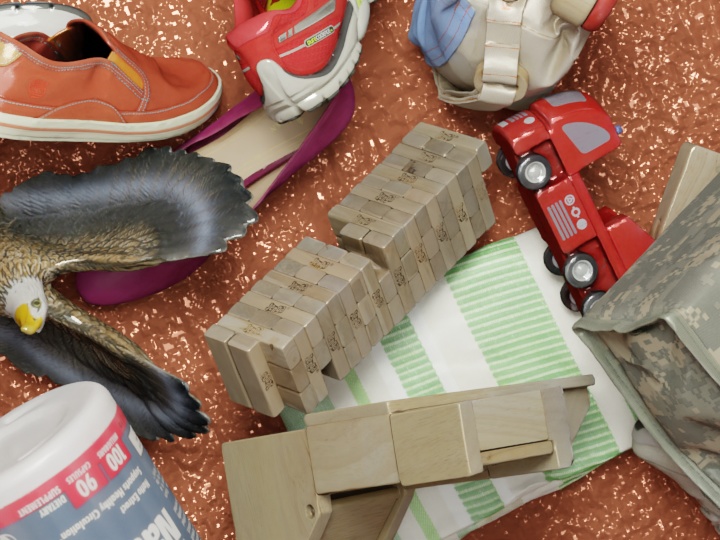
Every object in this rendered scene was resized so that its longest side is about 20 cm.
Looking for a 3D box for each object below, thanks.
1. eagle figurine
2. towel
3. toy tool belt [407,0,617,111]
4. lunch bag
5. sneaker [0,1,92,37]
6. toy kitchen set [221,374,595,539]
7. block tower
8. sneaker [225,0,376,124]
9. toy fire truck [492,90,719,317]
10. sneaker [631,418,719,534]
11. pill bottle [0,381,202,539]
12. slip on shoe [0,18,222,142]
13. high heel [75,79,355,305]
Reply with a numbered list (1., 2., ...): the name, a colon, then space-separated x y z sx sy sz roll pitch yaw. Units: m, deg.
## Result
1. eagle figurine: -0.172 0.007 1.590 0.199 0.152 0.152 8 53 -14
2. towel: 0.059 0.077 1.656 0.199 0.023 0.153 -27 87 -2
3. toy tool belt: 0.074 -0.162 1.582 0.122 0.200 0.125 29 78 -2
4. lunch bag: 0.244 0.051 1.547 0.164 0.117 0.200 -45 106 -24
5. sneaker: -0.254 -0.109 1.633 0.199 0.075 0.088 -4 92 -1
6. toy kitchen set: 0.058 0.158 1.567 0.163 0.199 0.182 -6 85 -42
7. block tower: 0.000 0.000 1.596 0.054 0.058 0.200 19 53 38
8. sneaker: -0.033 -0.175 1.590 0.077 0.201 0.085 -22 126 25
9. toy fire truck: 0.176 -0.027 1.619 0.141 0.049 0.201 -29 106 -7
10. sneaker: 0.239 0.150 1.630 0.199 0.075 0.081 30 100 -7
11. pill bottle: -0.141 0.174 1.549 0.119 0.120 0.201 -32 106 -3
12. slip on shoe: -0.148 -0.110 1.583 0.074 0.199 0.062 23 108 36
13. high heel: -0.088 -0.052 1.620 0.200 0.096 0.067 -43 89 -4
